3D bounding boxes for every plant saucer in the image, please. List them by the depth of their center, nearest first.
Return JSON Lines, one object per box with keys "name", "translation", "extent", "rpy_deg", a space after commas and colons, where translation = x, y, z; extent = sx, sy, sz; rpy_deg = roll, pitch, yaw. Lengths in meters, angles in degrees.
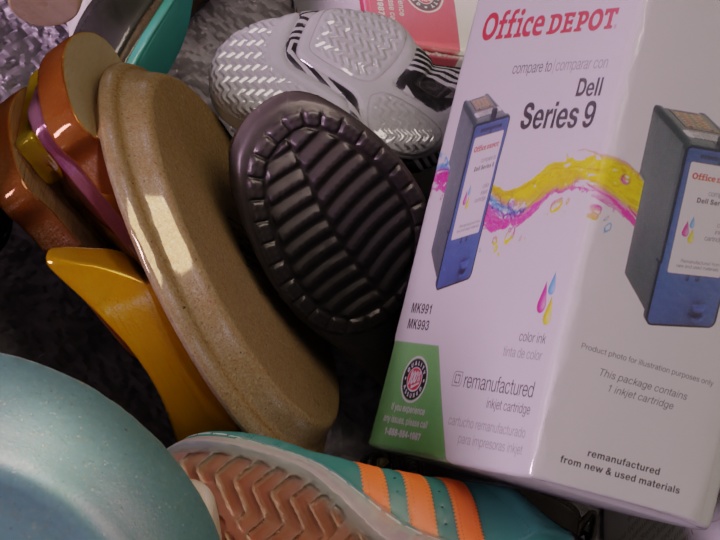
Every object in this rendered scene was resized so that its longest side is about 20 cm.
{"name": "plant saucer", "translation": [-0.145, 0.126, 1.011], "extent": [0.200, 0.200, 0.036], "rpy_deg": [28, 16, -5]}

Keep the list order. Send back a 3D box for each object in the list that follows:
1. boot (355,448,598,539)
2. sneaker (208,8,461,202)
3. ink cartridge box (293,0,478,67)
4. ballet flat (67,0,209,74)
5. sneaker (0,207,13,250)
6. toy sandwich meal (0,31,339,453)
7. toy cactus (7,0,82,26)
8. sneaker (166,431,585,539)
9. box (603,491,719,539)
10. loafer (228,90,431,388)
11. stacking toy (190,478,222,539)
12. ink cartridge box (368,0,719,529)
{"name": "boot", "translation": [0.008, 0.145, 1.173], "extent": [0.200, 0.069, 0.174], "rpy_deg": [13, 45, -18]}
{"name": "sneaker", "translation": [0.025, -0.048, 1.284], "extent": [0.200, 0.115, 0.075], "rpy_deg": [7, 53, -10]}
{"name": "ink cartridge box", "translation": [0.075, -0.127, 1.380], "extent": [0.200, 0.083, 0.147], "rpy_deg": [7, 54, -20]}
{"name": "ballet flat", "translation": [-0.093, -0.135, 1.319], "extent": [0.068, 0.068, 0.200], "rpy_deg": [26, 51, 12]}
{"name": "sneaker", "translation": [-0.173, 0.015, 1.161], "extent": [0.075, 0.114, 0.200], "rpy_deg": [-4, 91, 6]}
{"name": "toy sandwich meal", "translation": [-0.080, 0.000, 1.192], "extent": [0.205, 0.070, 0.205], "rpy_deg": [59, 13, -23]}
{"name": "toy cactus", "translation": [-0.130, -0.172, 1.271], "extent": [0.200, 0.102, 0.165], "rpy_deg": [-10, 51, 17]}
{"name": "sneaker", "translation": [0.017, 0.111, 1.122], "extent": [0.200, 0.071, 0.080], "rpy_deg": [22, 18, 14]}
{"name": "box", "translation": [0.181, 0.081, 1.235], "extent": [0.106, 0.152, 0.200], "rpy_deg": [15, 52, -15]}
{"name": "loafer", "translation": [0.000, 0.000, 1.224], "extent": [0.073, 0.200, 0.071], "rpy_deg": [-38, 34, -5]}
{"name": "stacking toy", "translation": [-0.150, 0.127, 1.068], "extent": [0.200, 0.085, 0.085], "rpy_deg": [-5, 56, 0]}
{"name": "ink cartridge box", "translation": [0.090, -0.012, 1.134], "extent": [0.087, 0.145, 0.200], "rpy_deg": [18, 85, -25]}
